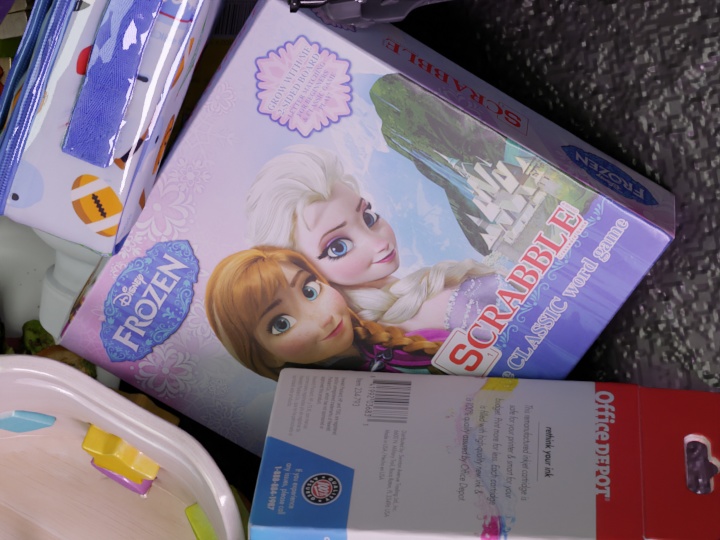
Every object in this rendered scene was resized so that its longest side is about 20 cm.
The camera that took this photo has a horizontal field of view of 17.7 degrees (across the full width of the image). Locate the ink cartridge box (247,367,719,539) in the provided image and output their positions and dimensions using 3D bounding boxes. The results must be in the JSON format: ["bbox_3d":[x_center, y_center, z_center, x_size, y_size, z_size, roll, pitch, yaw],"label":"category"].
[{"bbox_3d":[0.058,0.102,0.960,0.198,0.116,0.068,3,121,4],"label":"ink cartridge box"}]

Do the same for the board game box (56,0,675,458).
[{"bbox_3d":[0.000,0.000,1.000,0.199,0.041,0.201,29,119,-9],"label":"board game box"}]

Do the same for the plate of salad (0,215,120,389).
[{"bbox_3d":[-0.211,0.057,1.166,0.199,0.048,0.202,-11,63,23],"label":"plate of salad"}]

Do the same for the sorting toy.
[{"bbox_3d":[-0.114,0.095,1.019,0.199,0.107,0.180,30,157,3],"label":"sorting toy"}]

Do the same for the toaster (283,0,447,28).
[{"bbox_3d":[0.049,-0.174,0.914,0.114,0.198,0.130,152,108,-75],"label":"toaster"}]

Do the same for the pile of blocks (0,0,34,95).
[{"bbox_3d":[-0.174,-0.149,1.141,0.082,0.062,0.201,32,115,26],"label":"pile of blocks"}]

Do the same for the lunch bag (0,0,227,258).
[{"bbox_3d":[-0.091,-0.113,0.918,0.075,0.160,0.201,19,106,-5],"label":"lunch bag"}]

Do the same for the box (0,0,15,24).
[{"bbox_3d":[-0.150,-0.211,1.056,0.201,0.039,0.137,-55,30,12],"label":"box"}]

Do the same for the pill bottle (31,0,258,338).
[{"bbox_3d":[-0.098,-0.067,1.072,0.111,0.112,0.202,20,109,30],"label":"pill bottle"}]
